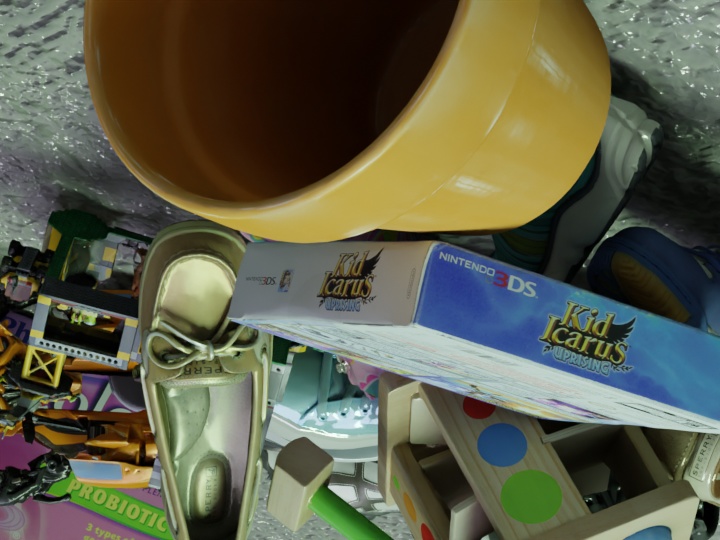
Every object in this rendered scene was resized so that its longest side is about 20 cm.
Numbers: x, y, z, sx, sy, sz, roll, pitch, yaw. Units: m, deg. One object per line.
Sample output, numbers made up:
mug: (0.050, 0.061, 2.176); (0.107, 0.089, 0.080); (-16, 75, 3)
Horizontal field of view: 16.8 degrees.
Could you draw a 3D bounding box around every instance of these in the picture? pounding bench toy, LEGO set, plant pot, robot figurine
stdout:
pounding bench toy: (0.064, 0.142, 1.338); (0.199, 0.157, 0.125); (-19, 147, -14)
LEGO set: (-0.119, 0.058, 1.404); (0.198, 0.154, 0.117); (12, 116, -11)
plant pot: (0.013, -0.098, 1.051); (0.199, 0.202, 0.183); (-7, 163, 33)
robot figurine: (-0.172, 0.071, 1.491); (0.198, 0.146, 0.058); (1, 168, 2)

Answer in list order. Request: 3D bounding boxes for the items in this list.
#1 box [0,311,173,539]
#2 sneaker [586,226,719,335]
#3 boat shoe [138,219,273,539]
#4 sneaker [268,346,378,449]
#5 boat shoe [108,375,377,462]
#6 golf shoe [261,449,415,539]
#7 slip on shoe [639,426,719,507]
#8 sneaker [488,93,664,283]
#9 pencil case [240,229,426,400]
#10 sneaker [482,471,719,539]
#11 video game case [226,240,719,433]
box: (-0.197, 0.154, 1.583); (0.175, 0.201, 0.097); (22, 152, -16)
sneaker: (0.190, 0.009, 1.267); (0.075, 0.088, 0.200); (32, 178, 41)
boat shoe: (-0.081, 0.071, 1.297); (0.073, 0.063, 0.202); (-1, 119, -8)
sneaker: (0.028, 0.064, 1.461); (0.198, 0.074, 0.082); (4, 152, -10)
boat shoe: (-0.060, 0.084, 1.545); (0.198, 0.071, 0.066); (6, 167, 9)
golf shoe: (0.023, 0.120, 1.583); (0.199, 0.078, 0.095); (23, 122, 4)
slip on shoe: (0.212, 0.103, 1.418); (0.060, 0.077, 0.200); (24, -174, 26)
sneaker: (0.093, -0.041, 1.253); (0.079, 0.078, 0.200); (34, 149, 4)
pencil case: (0.000, 0.000, 1.332); (0.087, 0.088, 0.200); (1, 150, 23)
sneaker: (0.148, 0.141, 1.477); (0.099, 0.071, 0.199); (-15, 172, 35)
video game case: (0.064, 0.031, 1.185); (0.199, 0.046, 0.181); (19, 170, -29)
